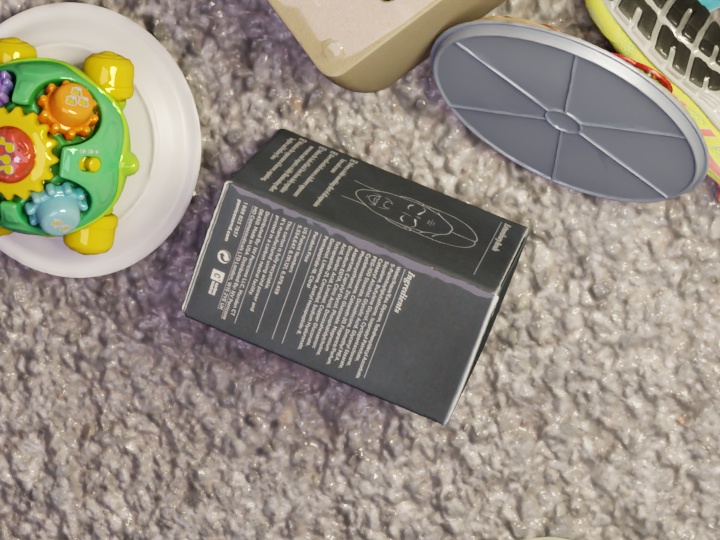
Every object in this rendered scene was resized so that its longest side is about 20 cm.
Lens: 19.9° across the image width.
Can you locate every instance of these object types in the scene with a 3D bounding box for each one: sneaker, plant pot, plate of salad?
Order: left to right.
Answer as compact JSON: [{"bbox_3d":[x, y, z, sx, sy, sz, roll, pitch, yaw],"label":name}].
[{"bbox_3d":[-0.208,-0.095,1.503,0.199,0.048,0.201,2,98,14],"label":"plate of salad"},{"bbox_3d":[0.011,-0.232,1.338,0.200,0.177,0.200,-35,97,20],"label":"plant pot"},{"bbox_3d":[0.213,-0.116,1.378,0.200,0.078,0.090,46,134,-7],"label":"sneaker"}]

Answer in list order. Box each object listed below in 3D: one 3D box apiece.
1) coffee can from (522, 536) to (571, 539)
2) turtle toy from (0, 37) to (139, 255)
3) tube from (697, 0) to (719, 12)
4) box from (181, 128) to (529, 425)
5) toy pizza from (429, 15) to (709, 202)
[{"bbox_3d":[0.126,0.298,1.467,0.146,0.200,0.147,4,109,12],"label":"coffee can"},{"bbox_3d":[-0.250,-0.088,1.437,0.199,0.101,0.146,10,100,12],"label":"turtle toy"},{"bbox_3d":[0.187,-0.257,1.363,0.077,0.050,0.200,-21,107,30],"label":"tube"},{"bbox_3d":[0.000,0.000,1.430,0.199,0.148,0.107,22,111,6],"label":"box"},{"bbox_3d":[0.140,-0.111,1.360,0.200,0.200,0.032,26,71,4],"label":"toy pizza"}]
